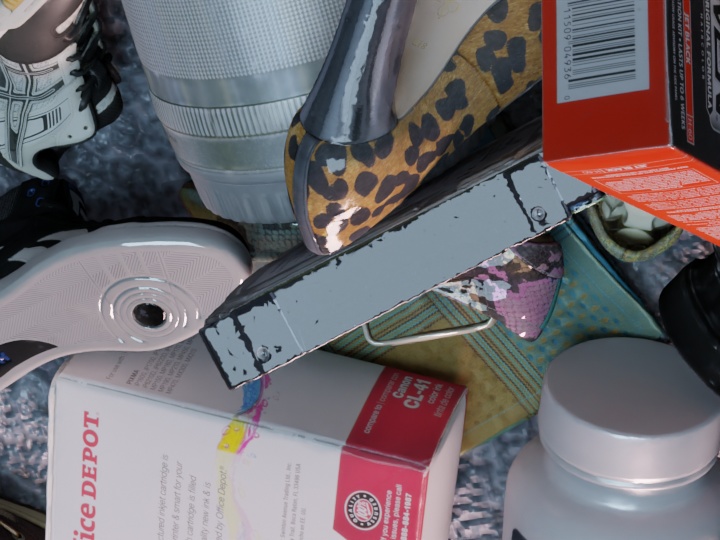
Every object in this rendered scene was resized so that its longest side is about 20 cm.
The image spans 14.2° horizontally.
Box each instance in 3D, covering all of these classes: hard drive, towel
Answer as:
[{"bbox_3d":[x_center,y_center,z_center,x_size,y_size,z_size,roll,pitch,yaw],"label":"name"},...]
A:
[{"bbox_3d":[0.031,-0.018,1.307,0.199,0.140,0.038,-26,96,15],"label":"hard drive"},{"bbox_3d":[0.037,0.024,1.477,0.199,0.022,0.147,-32,104,26],"label":"towel"}]

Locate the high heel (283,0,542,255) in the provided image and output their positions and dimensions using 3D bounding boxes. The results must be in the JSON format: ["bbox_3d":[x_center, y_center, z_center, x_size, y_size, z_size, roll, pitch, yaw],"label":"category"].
[{"bbox_3d":[0.048,-0.074,1.276,0.071,0.199,0.143,31,110,39],"label":"high heel"}]

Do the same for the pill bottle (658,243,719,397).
[{"bbox_3d":[0.236,-0.024,1.356,0.112,0.112,0.200,40,118,-8],"label":"pill bottle"}]

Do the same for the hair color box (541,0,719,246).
[{"bbox_3d":[0.146,-0.075,1.232,0.061,0.200,0.102,-6,77,29],"label":"hair color box"}]

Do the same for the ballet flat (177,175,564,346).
[{"bbox_3d":[0.000,0.000,1.418,0.199,0.069,0.072,9,92,14],"label":"ballet flat"}]

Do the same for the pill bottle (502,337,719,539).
[{"bbox_3d":[0.128,0.142,1.451,0.119,0.120,0.201,8,121,8],"label":"pill bottle"}]

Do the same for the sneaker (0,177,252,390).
[{"bbox_3d":[-0.136,-0.013,1.441,0.199,0.112,0.073,-17,127,26],"label":"sneaker"}]

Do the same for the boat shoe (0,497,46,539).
[{"bbox_3d":[-0.213,0.156,1.566,0.200,0.072,0.072,41,117,-9],"label":"boat shoe"}]

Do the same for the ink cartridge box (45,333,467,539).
[{"bbox_3d":[-0.055,0.114,1.488,0.199,0.086,0.148,15,124,13],"label":"ink cartridge box"}]

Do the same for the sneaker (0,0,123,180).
[{"bbox_3d":[-0.146,-0.110,1.400,0.087,0.076,0.200,28,151,-9],"label":"sneaker"}]

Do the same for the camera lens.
[{"bbox_3d":[-0.033,-0.143,1.330,0.159,0.160,0.201,-9,114,16],"label":"camera lens"}]

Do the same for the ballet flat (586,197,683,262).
[{"bbox_3d":[0.147,-0.093,1.368,0.070,0.071,0.201,14,118,5],"label":"ballet flat"}]
